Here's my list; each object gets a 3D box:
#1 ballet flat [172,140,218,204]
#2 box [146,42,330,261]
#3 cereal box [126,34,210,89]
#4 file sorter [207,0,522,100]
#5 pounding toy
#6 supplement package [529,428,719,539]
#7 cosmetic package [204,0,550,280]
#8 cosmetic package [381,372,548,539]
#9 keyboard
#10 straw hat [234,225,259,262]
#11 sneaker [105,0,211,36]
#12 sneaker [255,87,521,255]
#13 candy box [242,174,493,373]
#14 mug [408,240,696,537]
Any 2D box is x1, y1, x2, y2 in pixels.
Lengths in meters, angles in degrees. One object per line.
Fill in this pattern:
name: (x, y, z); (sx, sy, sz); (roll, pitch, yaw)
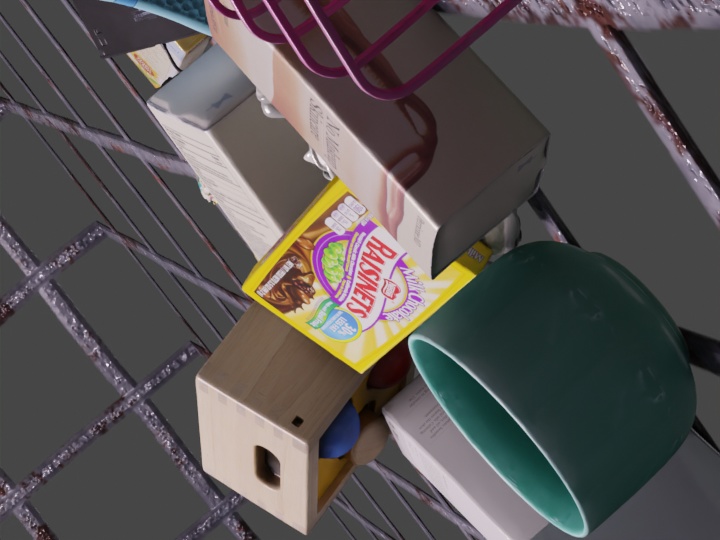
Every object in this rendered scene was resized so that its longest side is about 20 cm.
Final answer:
ballet flat: (-0.114, -0.110, 1.783); (0.063, 0.076, 0.200); (15, 166, 11)
box: (-0.034, -0.063, 1.439); (0.200, 0.109, 0.128); (55, 168, -25)
cereal box: (-0.185, -0.222, 1.709); (0.144, 0.039, 0.200); (50, 168, -3)
file sorter: (-0.022, -0.177, 0.941); (0.200, 0.125, 0.139); (36, 162, 54)
pounding toy: (-0.014, 0.096, 1.608); (0.142, 0.184, 0.200); (30, 152, 16)
supplement package: (0.209, 0.219, 1.275); (0.200, 0.156, 0.111); (43, 167, 34)
cosmetic package: (0.007, -0.105, 1.180); (0.200, 0.087, 0.103); (47, 168, 14)
cosmetic package: (0.121, 0.146, 1.533); (0.200, 0.107, 0.085); (46, 169, 30)
keyboard: (-0.152, -0.187, 1.592); (0.200, 0.021, 0.128); (-2, 118, 57)
straw hat: (-0.053, -0.043, 1.657); (0.201, 0.085, 0.201); (47, 170, 11)
sneaker: (-0.163, -0.217, 1.379); (0.199, 0.080, 0.131); (25, -173, -30)
sneaker: (0.017, -0.071, 1.281); (0.200, 0.081, 0.075); (44, 167, 22)
candy box: (0.000, 0.000, 1.312); (0.102, 0.026, 0.200); (33, 152, -6)
mug: (0.109, 0.050, 1.214); (0.185, 0.114, 0.152); (42, 167, 35)
